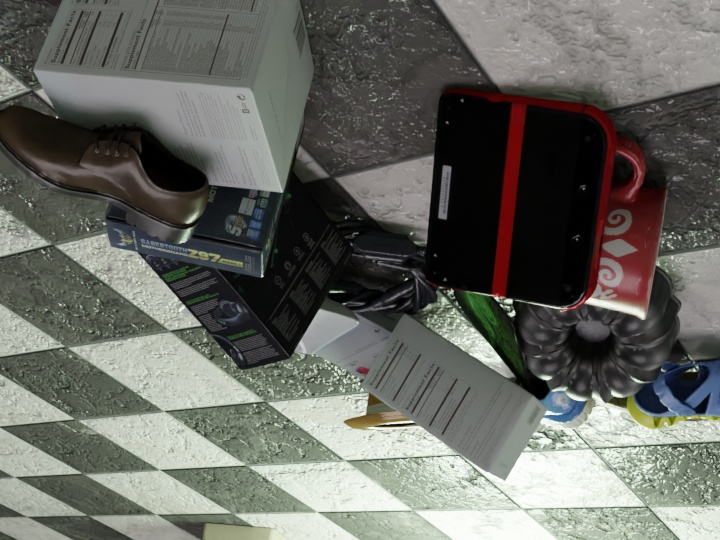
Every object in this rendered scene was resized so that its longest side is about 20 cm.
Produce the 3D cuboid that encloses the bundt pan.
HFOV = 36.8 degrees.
[{"bbox_3d":[0.265,0.070,1.243,0.198,0.076,0.205,9,124,14],"label":"bundt pan"}]

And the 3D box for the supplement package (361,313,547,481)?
[{"bbox_3d":[0.119,0.160,1.371,0.198,0.111,0.114,32,177,24],"label":"supplement package"}]

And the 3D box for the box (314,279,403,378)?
[{"bbox_3d":[-0.027,0.077,1.495,0.198,0.042,0.155,29,146,-24],"label":"box"}]

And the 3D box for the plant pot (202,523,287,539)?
[{"bbox_3d":[-0.267,0.726,2.564,0.196,0.180,0.201,-1,148,24],"label":"plant pot"}]

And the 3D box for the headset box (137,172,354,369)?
[{"bbox_3d":[-0.126,-0.028,1.178,0.092,0.175,0.201,-16,123,42],"label":"headset box"}]

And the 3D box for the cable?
[{"bbox_3d":[0.000,0.000,1.340,0.196,0.052,0.164,4,149,3],"label":"cable"}]

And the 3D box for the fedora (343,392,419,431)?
[{"bbox_3d":[0.064,0.187,1.578,0.196,0.084,0.201,-4,169,-1],"label":"fedora"}]

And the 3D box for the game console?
[{"bbox_3d":[0.153,-0.067,1.057,0.174,0.031,0.204,11,109,21],"label":"game console"}]

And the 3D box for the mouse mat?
[{"bbox_3d":[0.148,0.053,1.296,0.007,0.162,0.201,-33,147,-6],"label":"mouse mat"}]

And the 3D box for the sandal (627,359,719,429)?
[{"bbox_3d":[0.434,0.145,1.349,0.196,0.081,0.088,-14,145,2],"label":"sandal"}]

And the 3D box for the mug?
[{"bbox_3d":[0.212,-0.055,1.124,0.196,0.181,0.133,9,-173,15],"label":"mug"}]

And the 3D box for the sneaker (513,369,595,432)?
[{"bbox_3d":[0.242,0.179,1.540,0.089,0.079,0.199,47,146,-13],"label":"sneaker"}]

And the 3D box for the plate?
[{"bbox_3d":[-0.120,0.047,1.383,0.197,0.033,0.199,19,157,-16],"label":"plate"}]

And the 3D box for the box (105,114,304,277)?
[{"bbox_3d":[-0.149,-0.101,1.075,0.155,0.203,0.051,11,146,3],"label":"box"}]

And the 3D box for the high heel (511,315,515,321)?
[{"bbox_3d":[0.278,0.103,1.379,0.196,0.072,0.144,-2,144,11],"label":"high heel"}]

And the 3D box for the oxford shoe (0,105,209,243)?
[{"bbox_3d":[-0.222,-0.103,0.943,0.197,0.074,0.085,22,133,-17],"label":"oxford shoe"}]

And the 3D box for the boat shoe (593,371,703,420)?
[{"bbox_3d":[0.387,0.167,1.445,0.196,0.073,0.068,8,153,11],"label":"boat shoe"}]

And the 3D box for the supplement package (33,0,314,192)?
[{"bbox_3d":[-0.161,-0.184,0.990,0.196,0.153,0.153,6,151,11],"label":"supplement package"}]
